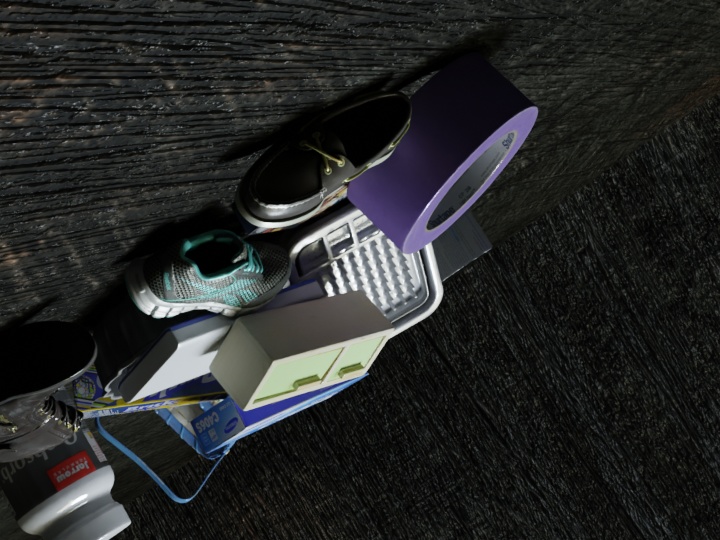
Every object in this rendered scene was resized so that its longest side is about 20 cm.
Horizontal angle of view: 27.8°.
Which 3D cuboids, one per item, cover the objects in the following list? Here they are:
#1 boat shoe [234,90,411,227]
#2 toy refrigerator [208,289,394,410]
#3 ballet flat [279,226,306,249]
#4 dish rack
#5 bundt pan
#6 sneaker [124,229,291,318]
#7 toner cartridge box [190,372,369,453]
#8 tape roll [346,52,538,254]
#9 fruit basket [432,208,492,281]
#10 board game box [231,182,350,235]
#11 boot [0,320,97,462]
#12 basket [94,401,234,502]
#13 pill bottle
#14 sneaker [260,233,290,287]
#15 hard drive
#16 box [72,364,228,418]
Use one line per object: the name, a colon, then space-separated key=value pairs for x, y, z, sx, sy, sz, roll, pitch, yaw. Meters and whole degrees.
boat shoe: x=-0.031 y=-0.106 z=1.307 sx=0.201 sy=0.072 sz=0.061 roll=-36 pitch=173 yaw=-38
toy refrigerator: x=-0.057 y=0.083 z=1.532 sx=0.199 sy=0.070 sz=0.076 roll=-12 pitch=142 yaw=-51
ballet flat: x=-0.012 y=-0.067 z=1.659 sx=0.200 sy=0.068 sz=0.062 roll=-39 pitch=-167 yaw=-27
dish rack: x=0.000 y=0.000 z=1.636 sx=0.171 sy=0.044 sz=0.201 roll=-29 pitch=133 yaw=-13
bundt pan: x=-0.205 y=0.055 z=1.564 sx=0.201 sy=0.076 sz=0.202 roll=-31 pitch=169 yaw=-7
sneaker: x=-0.130 y=-0.002 z=1.426 sx=0.199 sy=0.078 sz=0.091 roll=-11 pitch=161 yaw=-48
toner cartridge box: x=-0.092 y=0.147 z=1.685 sx=0.199 sy=0.043 sz=0.095 roll=-21 pitch=169 yaw=-42
tape roll: x=0.083 y=-0.118 z=1.478 sx=0.200 sy=0.085 sz=0.200 roll=-44 pitch=169 yaw=-10
fruit basket: x=0.050 y=-0.028 z=1.832 sx=0.199 sy=0.186 sz=0.094 roll=-31 pitch=136 yaw=1
board game box: x=-0.035 y=-0.093 z=1.510 sx=0.135 sy=0.035 sz=0.200 roll=-35 pitch=173 yaw=20
boot: x=-0.320 y=0.126 z=1.436 sx=0.198 sy=0.070 sz=0.174 roll=-23 pitch=155 yaw=8
basket: x=-0.251 y=0.199 z=2.036 sx=0.200 sy=0.176 sz=0.139 roll=-50 pitch=-176 yaw=-26
pill bottle: x=-0.337 y=0.210 z=1.570 sx=0.115 sy=0.201 sz=0.116 roll=-32 pitch=173 yaw=-4
sneaker: x=-0.066 y=-0.037 z=1.709 sx=0.199 sy=0.075 sz=0.100 roll=-23 pitch=149 yaw=-53
hard drive: x=-0.146 y=0.072 z=1.528 sx=0.199 sy=0.026 sz=0.132 roll=-19 pitch=162 yaw=-43
box: x=-0.232 y=0.122 z=1.681 sx=0.198 sy=0.071 sz=0.064 roll=-7 pitch=169 yaw=-9
